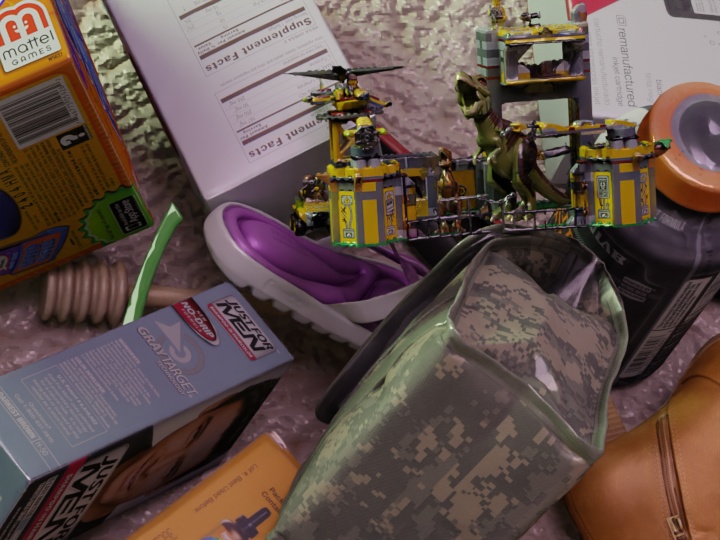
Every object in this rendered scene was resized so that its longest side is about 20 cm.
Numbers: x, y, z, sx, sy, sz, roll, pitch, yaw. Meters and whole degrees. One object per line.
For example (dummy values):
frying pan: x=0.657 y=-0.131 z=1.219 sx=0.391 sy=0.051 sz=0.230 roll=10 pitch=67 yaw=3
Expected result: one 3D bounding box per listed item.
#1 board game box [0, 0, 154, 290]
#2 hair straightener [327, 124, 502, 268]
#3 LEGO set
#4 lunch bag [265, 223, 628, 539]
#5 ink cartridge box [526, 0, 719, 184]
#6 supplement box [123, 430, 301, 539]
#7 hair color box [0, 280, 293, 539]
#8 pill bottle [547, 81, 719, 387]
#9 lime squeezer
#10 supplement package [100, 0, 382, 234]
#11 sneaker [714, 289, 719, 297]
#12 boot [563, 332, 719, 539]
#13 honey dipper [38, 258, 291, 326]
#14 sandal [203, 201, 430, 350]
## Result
board game box: x=-0.250 y=-0.108 z=1.196 sx=0.198 sy=0.200 sz=0.201 roll=-23 pitch=67 yaw=-3
hair straightener: x=0.002 y=-0.058 z=1.362 sx=0.077 sy=0.041 sz=0.200 roll=-36 pitch=75 yaw=-30
LEGO set: x=0.058 y=-0.083 z=1.165 sx=0.198 sy=0.154 sz=0.117 roll=-4 pitch=98 yaw=1
lunch bag: x=0.052 y=0.072 z=1.188 sx=0.117 sy=0.164 sz=0.200 roll=39 pitch=25 yaw=-5
ink cartridge box: x=0.216 y=-0.129 z=1.435 sx=0.198 sy=0.084 sz=0.146 roll=3 pitch=60 yaw=-13
supplement box: x=-0.104 y=0.172 z=1.187 sx=0.199 sy=0.069 sz=0.067 roll=-36 pitch=76 yaw=-27
hair color box: x=-0.135 y=0.084 z=1.172 sx=0.061 sy=0.099 sz=0.199 roll=48 pitch=40 yaw=15
pill bottle: x=0.165 y=-0.024 z=1.290 sx=0.105 sy=0.200 sz=0.107 roll=7 pitch=58 yaw=-12
lime squeezer: x=-0.167 y=0.047 z=1.243 sx=0.199 sy=0.038 sz=0.071 roll=-33 pitch=105 yaw=-8
supplement package: x=-0.075 y=-0.124 z=1.322 sx=0.109 sy=0.114 sz=0.201 roll=-26 pitch=68 yaw=-4
sneaker: x=0.248 y=-0.028 z=1.401 sx=0.199 sy=0.074 sz=0.089 roll=25 pitch=42 yaw=-1
boot: x=0.214 y=0.114 z=1.295 sx=0.199 sy=0.071 sz=0.145 roll=-16 pitch=57 yaw=-7
honey dipper: x=-0.085 y=0.019 z=1.300 sx=0.198 sy=0.038 sz=0.038 roll=6 pitch=59 yaw=-16
sandal: x=0.002 y=0.005 z=1.271 sx=0.202 sy=0.050 sz=0.083 roll=19 pitch=35 yaw=-39
